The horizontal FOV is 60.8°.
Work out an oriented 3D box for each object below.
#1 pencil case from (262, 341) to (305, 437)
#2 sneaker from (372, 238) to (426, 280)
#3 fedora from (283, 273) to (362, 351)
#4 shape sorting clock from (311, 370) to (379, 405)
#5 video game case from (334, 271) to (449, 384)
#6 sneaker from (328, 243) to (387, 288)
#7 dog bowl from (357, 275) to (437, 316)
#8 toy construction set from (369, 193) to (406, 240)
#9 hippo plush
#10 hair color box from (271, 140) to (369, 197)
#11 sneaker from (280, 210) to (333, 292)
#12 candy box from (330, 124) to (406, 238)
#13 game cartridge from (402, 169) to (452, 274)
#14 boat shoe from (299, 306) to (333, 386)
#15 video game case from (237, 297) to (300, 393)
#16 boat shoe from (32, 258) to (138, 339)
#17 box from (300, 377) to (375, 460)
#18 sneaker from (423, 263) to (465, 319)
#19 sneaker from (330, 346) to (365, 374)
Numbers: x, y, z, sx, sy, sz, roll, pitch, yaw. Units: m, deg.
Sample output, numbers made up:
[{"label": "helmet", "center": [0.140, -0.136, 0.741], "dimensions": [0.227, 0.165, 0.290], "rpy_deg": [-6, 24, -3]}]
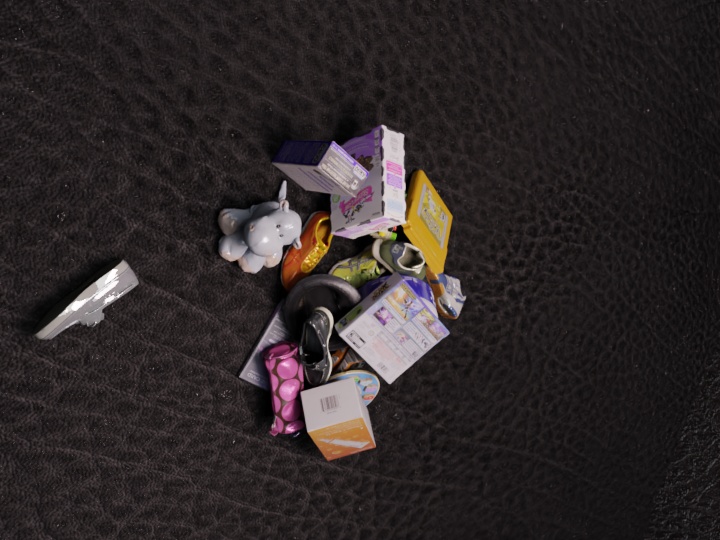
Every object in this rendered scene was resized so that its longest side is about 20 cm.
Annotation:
[{"label": "pencil case", "center": [-0.171, 0.263, 1.363], "dimensions": [0.093, 0.091, 0.201], "rpy_deg": [-15, 107, -35]}, {"label": "sneaker", "center": [0.116, -0.016, 1.424], "dimensions": [0.200, 0.090, 0.067], "rpy_deg": [31, 73, -47]}, {"label": "fedora", "center": [-0.078, 0.079, 1.372], "dimensions": [0.199, 0.092, 0.202], "rpy_deg": [0, 121, 1]}, {"label": "shape sorting clock", "center": [-0.047, 0.304, 1.461], "dimensions": [0.199, 0.039, 0.201], "rpy_deg": [-12, 138, -11]}, {"label": "video game case", "center": [0.071, 0.128, 1.346], "dimensions": [0.181, 0.045, 0.200], "rpy_deg": [-40, 123, 3]}, {"label": "sneaker", "center": [0.000, 0.000, 1.448], "dimensions": [0.200, 0.076, 0.076], "rpy_deg": [-38, 121, -22]}, {"label": "dog bowl", "center": [0.081, 0.100, 1.456], "dimensions": [0.200, 0.200, 0.079], "rpy_deg": [29, 42, -36]}, {"label": "toy construction set", "center": [0.059, -0.153, 1.405], "dimensions": [0.092, 0.131, 0.201], "rpy_deg": [3, 121, 6]}, {"label": "hippo plush", "center": [-0.179, -0.068, 1.251], "dimensions": [0.199, 0.161, 0.160], "rpy_deg": [-28, 116, -27]}, {"label": "hair color box", "center": [-0.086, -0.211, 1.258], "dimensions": [0.109, 0.200, 0.065], "rpy_deg": [36, 81, -35]}, {"label": "sneaker", "center": [-0.115, -0.042, 1.357], "dimensions": [0.073, 0.077, 0.201], "rpy_deg": [28, 86, -38]}, {"label": "candy box", "center": [0.013, -0.184, 1.315], "dimensions": [0.071, 0.167, 0.201], "rpy_deg": [10, 73, -43]}, {"label": "game cartridge", "center": [0.166, -0.120, 1.502], "dimensions": [0.176, 0.032, 0.201], "rpy_deg": [50, 37, -33]}, {"label": "boat shoe", "center": [-0.102, 0.177, 1.323], "dimensions": [0.066, 0.074, 0.200], "rpy_deg": [-35, 143, -52]}, {"label": "video game case", "center": [-0.174, 0.181, 1.405], "dimensions": [0.143, 0.019, 0.201], "rpy_deg": [36, 81, -35]}, {"label": "boat shoe", "center": [-0.492, 0.066, 1.118], "dimensions": [0.201, 0.070, 0.072], "rpy_deg": [-44, 119, -22]}, {"label": "box", "center": [-0.047, 0.340, 1.389], "dimensions": [0.124, 0.098, 0.200], "rpy_deg": [-16, 145, 1]}, {"label": "sneaker", "center": [0.217, 0.038, 1.625], "dimensions": [0.088, 0.075, 0.200], "rpy_deg": [-54, 133, -26]}, {"label": "sneaker", "center": [-0.010, 0.193, 1.454], "dimensions": [0.077, 0.079, 0.200], "rpy_deg": [-4, 148, -47]}]
